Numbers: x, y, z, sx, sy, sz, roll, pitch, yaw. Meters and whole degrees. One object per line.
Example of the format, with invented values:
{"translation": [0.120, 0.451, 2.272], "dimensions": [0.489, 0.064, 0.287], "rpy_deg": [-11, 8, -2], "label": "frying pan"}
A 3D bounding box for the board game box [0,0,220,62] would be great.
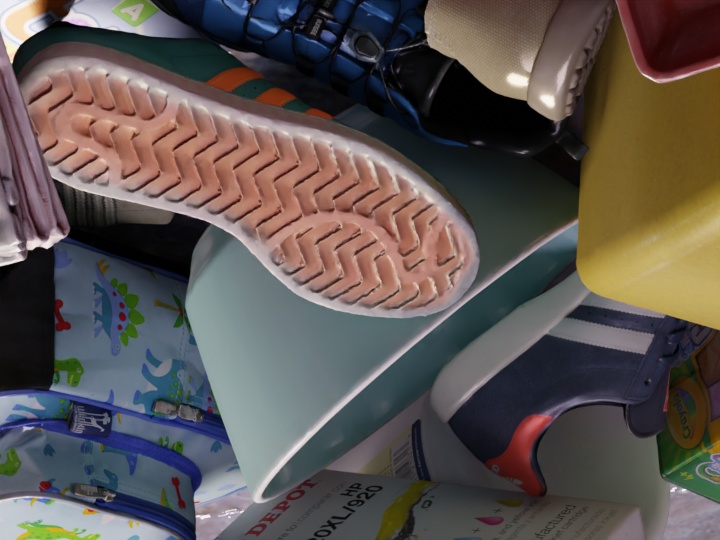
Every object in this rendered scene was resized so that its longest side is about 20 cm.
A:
{"translation": [-0.180, -0.101, 1.080], "dimensions": [0.199, 0.037, 0.151], "rpy_deg": [-24, 138, 20], "label": "board game box"}

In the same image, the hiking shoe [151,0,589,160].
{"translation": [0.003, -0.102, 1.060], "dimensions": [0.199, 0.087, 0.075], "rpy_deg": [17, 105, -35], "label": "hiking shoe"}

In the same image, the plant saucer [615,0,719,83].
{"translation": [0.162, -0.188, 0.912], "dimensions": [0.199, 0.037, 0.201], "rpy_deg": [-17, 100, 10], "label": "plant saucer"}

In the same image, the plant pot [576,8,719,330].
{"translation": [0.190, -0.065, 1.070], "dimensions": [0.199, 0.202, 0.176], "rpy_deg": [15, 153, -23], "label": "plant pot"}

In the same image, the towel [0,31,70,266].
{"translation": [-0.216, -0.079, 0.988], "dimensions": [0.199, 0.192, 0.032], "rpy_deg": [-13, -169, 35], "label": "towel"}

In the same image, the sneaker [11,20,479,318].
{"translation": [-0.043, -0.049, 1.056], "dimensions": [0.199, 0.080, 0.072], "rpy_deg": [25, 112, -16], "label": "sneaker"}

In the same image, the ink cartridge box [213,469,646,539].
{"translation": [0.024, 0.193, 1.239], "dimensions": [0.199, 0.147, 0.146], "rpy_deg": [3, 118, 36], "label": "ink cartridge box"}

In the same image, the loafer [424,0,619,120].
{"translation": [0.066, -0.115, 1.013], "dimensions": [0.068, 0.200, 0.076], "rpy_deg": [25, 107, 0], "label": "loafer"}

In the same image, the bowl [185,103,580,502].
{"translation": [0.000, 0.000, 1.179], "dimensions": [0.200, 0.105, 0.201], "rpy_deg": [-39, 172, -7], "label": "bowl"}

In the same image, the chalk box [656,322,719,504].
{"translation": [0.216, 0.045, 1.280], "dimensions": [0.124, 0.125, 0.200], "rpy_deg": [21, 140, -30], "label": "chalk box"}

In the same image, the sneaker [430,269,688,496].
{"translation": [0.130, 0.025, 1.223], "dimensions": [0.200, 0.085, 0.075], "rpy_deg": [-40, 172, 6], "label": "sneaker"}

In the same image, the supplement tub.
{"translation": [0.051, 0.136, 1.389], "dimensions": [0.144, 0.146, 0.200], "rpy_deg": [17, 142, -25], "label": "supplement tub"}

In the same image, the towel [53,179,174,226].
{"translation": [-0.177, -0.084, 1.165], "dimensions": [0.191, 0.035, 0.201], "rpy_deg": [-3, 144, -3], "label": "towel"}

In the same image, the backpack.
{"translation": [-0.144, 0.073, 1.275], "dimensions": [0.182, 0.148, 0.199], "rpy_deg": [-19, 157, 41], "label": "backpack"}
